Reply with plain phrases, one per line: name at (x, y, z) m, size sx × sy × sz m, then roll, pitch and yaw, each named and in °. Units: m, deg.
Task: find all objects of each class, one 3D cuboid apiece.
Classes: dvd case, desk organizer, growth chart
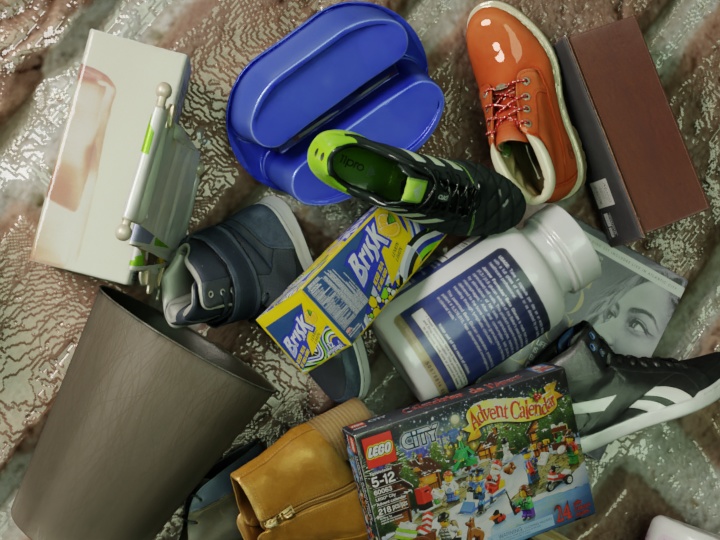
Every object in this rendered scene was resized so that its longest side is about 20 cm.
dvd case at (0.213, 0.063, 1.055) m, size 0.149 × 0.016 × 0.200 m, roll 28°, pitch 84°, yaw -8°
desk organizer at (0.249, -0.131, 1.029) m, size 0.077 × 0.072 × 0.200 m, roll -20°, pitch 89°, yaw -13°
growth chart at (-0.163, -0.054, 0.904) m, size 0.018 × 0.200 × 0.145 m, roll 14°, pitch 78°, yaw 4°

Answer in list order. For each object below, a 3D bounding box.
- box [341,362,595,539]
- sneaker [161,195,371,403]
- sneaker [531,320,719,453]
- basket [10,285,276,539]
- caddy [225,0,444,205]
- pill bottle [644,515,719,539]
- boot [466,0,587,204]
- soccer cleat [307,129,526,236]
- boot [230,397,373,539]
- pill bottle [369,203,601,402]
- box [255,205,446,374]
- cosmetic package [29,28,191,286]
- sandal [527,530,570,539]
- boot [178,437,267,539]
box at (0.095, 0.173, 0.934) m, size 0.200 × 0.038 × 0.137 m, roll -16°, pitch 98°, yaw -17°
sneaker at (-0.086, 0.047, 0.941) m, size 0.146 × 0.077 × 0.202 m, roll -27°, pitch 86°, yaw -45°
sneaker at (0.251, 0.089, 1.016) m, size 0.200 × 0.073 × 0.112 m, roll -22°, pitch 96°, yaw -9°
basket at (-0.195, 0.143, 0.922) m, size 0.180 × 0.136 × 0.200 m, roll 29°, pitch 89°, yaw 16°
caddy at (-0.023, -0.149, 0.972) m, size 0.200 × 0.105 × 0.141 m, roll -36°, pitch 116°, yaw -2°
pill bottle at (0.297, 0.342, 1.018) m, size 0.112 × 0.112 × 0.200 m, roll 22°, pitch 86°, yaw -9°
boot at (0.143, -0.153, 0.992) m, size 0.075 × 0.107 × 0.200 m, roll -23°, pitch 92°, yaw 31°
soccer cleat at (0.052, -0.067, 0.910) m, size 0.200 × 0.081 × 0.068 m, roll 15°, pitch 103°, yaw -15°
boot at (-0.028, 0.222, 0.952) m, size 0.144 × 0.071 × 0.201 m, roll -32°, pitch 114°, yaw -22°
pill bottle at (0.114, 0.027, 0.984) m, size 0.200 × 0.111 × 0.111 m, roll -33°, pitch 95°, yaw -5°
box at (0.000, 0.000, 0.938) m, size 0.064 × 0.070 × 0.200 m, roll 50°, pitch 43°, yaw -6°
cosmetic package at (-0.213, -0.092, 0.936) m, size 0.087 × 0.103 × 0.200 m, roll 15°, pitch 85°, yaw -7°
sandal at (0.119, 0.210, 1.018) m, size 0.212 × 0.078 × 0.070 m, roll 30°, pitch 50°, yaw 2°
boot at (-0.148, 0.229, 0.959) m, size 0.200 × 0.075 × 0.097 m, roll -24°, pitch 95°, yaw -21°
